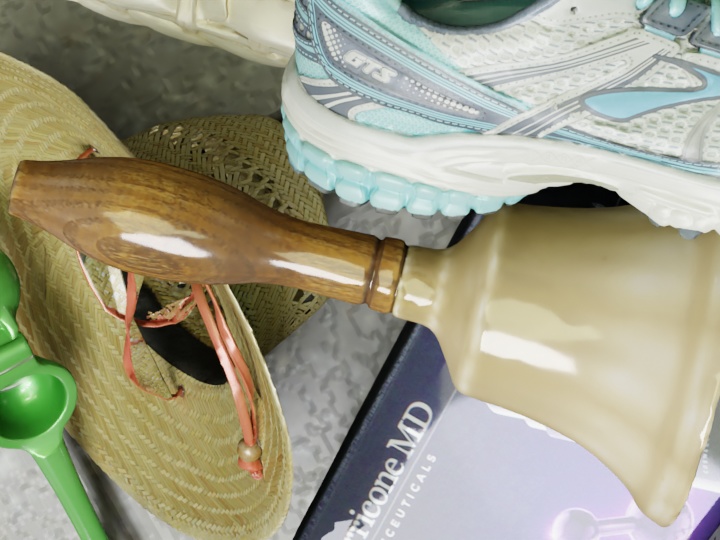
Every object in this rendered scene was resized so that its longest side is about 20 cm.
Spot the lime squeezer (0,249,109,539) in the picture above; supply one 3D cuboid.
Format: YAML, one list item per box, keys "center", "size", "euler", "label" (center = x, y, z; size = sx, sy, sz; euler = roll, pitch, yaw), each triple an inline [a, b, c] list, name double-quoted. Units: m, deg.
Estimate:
- center: [-0.128, 0.028, 0.930]
  size: [0.038, 0.071, 0.200]
  euler: [-34, 103, -25]
  label: "lime squeezer"

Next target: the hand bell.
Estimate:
- center: [0.000, 0.000, 0.770]
  size: [0.200, 0.104, 0.104]
  euler: [12, 105, -1]
  label: "hand bell"

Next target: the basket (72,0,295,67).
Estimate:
- center: [-0.032, -0.137, 0.856]
  size: [0.200, 0.123, 0.136]
  euler: [18, 105, 6]
  label: "basket"

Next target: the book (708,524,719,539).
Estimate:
- center: [0.156, 0.121, 0.814]
  size: [0.134, 0.048, 0.200]
  euler: [36, 106, 2]
  label: "book"

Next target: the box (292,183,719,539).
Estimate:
- center: [0.099, 0.071, 0.890]
  size: [0.200, 0.104, 0.148]
  euler: [28, 106, 3]
  label: "box"

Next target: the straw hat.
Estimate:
- center: [-0.053, -0.008, 0.901]
  size: [0.085, 0.201, 0.201]
  euler: [-34, 96, -25]
  label: "straw hat"

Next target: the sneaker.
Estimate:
- center: [0.077, -0.061, 0.723]
  size: [0.200, 0.078, 0.086]
  euler: [-1, 129, 2]
  label: "sneaker"
